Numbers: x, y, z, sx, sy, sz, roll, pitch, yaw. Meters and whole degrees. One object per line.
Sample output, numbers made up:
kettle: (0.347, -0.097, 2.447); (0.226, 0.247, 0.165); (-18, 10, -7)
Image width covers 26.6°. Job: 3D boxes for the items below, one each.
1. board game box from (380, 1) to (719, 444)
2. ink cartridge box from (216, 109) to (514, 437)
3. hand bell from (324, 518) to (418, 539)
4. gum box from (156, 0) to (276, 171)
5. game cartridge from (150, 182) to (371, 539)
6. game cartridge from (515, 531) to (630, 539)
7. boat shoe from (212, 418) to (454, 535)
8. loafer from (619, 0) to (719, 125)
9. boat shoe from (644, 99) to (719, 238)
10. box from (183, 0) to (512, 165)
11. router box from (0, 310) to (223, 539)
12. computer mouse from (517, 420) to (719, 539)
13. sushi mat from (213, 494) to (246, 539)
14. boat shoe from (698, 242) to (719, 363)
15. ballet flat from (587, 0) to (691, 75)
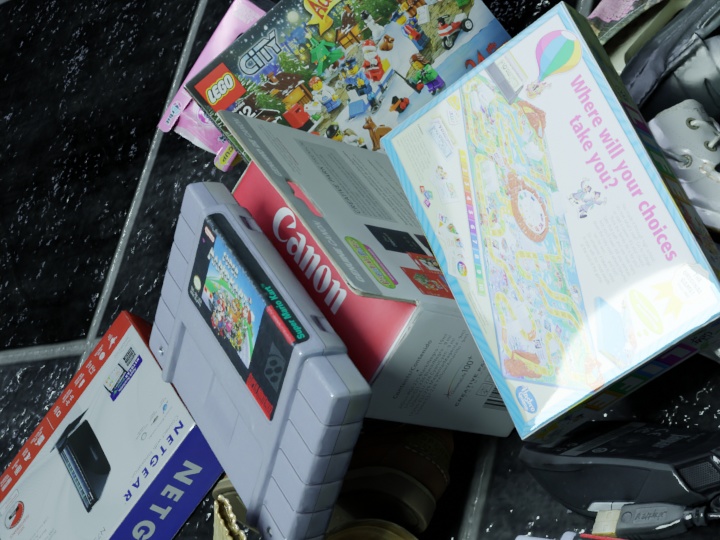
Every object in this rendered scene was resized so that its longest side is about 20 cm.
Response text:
board game box: (0.106, -0.026, 0.826); (0.134, 0.034, 0.201); (-35, 63, 23)
ink cartridge box: (0.000, 0.000, 0.934); (0.084, 0.175, 0.200); (-59, 43, 20)
hand bell: (-0.045, 0.198, 0.967); (0.200, 0.104, 0.105); (-2, 62, 61)
gum box: (-0.088, -0.148, 1.179); (0.114, 0.066, 0.200); (-56, 3, 9)
game cartridge: (-0.065, 0.053, 0.876); (0.200, 0.038, 0.130); (52, 139, 42)
game cartridge: (0.178, 0.155, 0.689); (0.200, 0.129, 0.039); (-2, 63, 48)
boat shoe: (-0.014, 0.134, 0.984); (0.199, 0.072, 0.068); (-9, 43, 46)
loafer: (0.211, -0.122, 0.902); (0.201, 0.068, 0.070); (-52, 29, 3)
boat shoe: (0.176, -0.062, 0.847); (0.199, 0.071, 0.070); (21, 93, 26)
box: (-0.006, -0.142, 1.071); (0.200, 0.137, 0.038); (-42, 9, -2)
router box: (-0.198, 0.158, 1.185); (0.200, 0.049, 0.179); (-53, 37, 6)
computer mouse: (0.148, 0.117, 0.768); (0.199, 0.140, 0.046); (-3, 101, 44)
sushi mat: (-0.067, 0.201, 0.904); (0.012, 0.200, 0.096); (-24, 71, -16)
boat shoe: (0.154, 0.008, 0.869); (0.200, 0.073, 0.066); (21, 78, 53)
ballet flat: (0.157, -0.127, 0.960); (0.200, 0.069, 0.071); (-48, 57, -4)
